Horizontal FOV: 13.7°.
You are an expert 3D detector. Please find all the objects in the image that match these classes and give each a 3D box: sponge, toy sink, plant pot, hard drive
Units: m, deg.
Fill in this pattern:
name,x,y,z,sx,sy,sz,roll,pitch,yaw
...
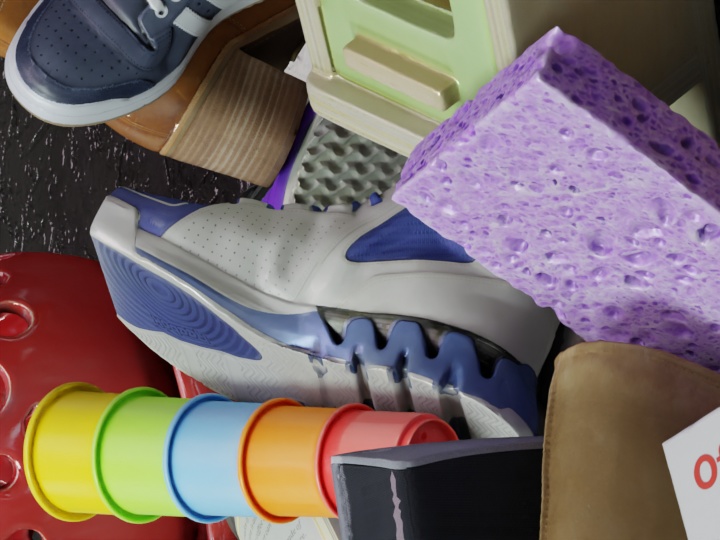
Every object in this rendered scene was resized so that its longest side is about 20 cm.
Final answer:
name,x,y,z,sx,sy,sz,roll,pitch,yaw
sponge,0.117,0.000,1.094,0.112,0.200,0.030,-37,21,53
toy sink,0.051,-0.106,1.161,0.130,0.112,0.200,28,146,39
plant pot,-0.156,0.085,1.503,0.200,0.182,0.201,167,90,-80
hard drive,0.088,0.124,1.112,0.042,0.200,0.135,-31,61,51

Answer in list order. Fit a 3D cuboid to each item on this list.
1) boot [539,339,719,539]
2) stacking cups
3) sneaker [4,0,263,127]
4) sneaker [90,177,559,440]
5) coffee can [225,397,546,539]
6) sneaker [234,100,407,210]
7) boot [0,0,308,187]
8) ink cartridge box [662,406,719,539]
name,x,y,z,sx,sy,sz,roll,pitch,yaw
boot,0.135,0.142,1.068,0.066,0.175,0.200,-33,39,51
stacking cups,-0.045,0.079,1.212,0.200,0.060,0.061,1,91,38
sneaker,-0.069,-0.145,1.308,0.070,0.200,0.109,48,152,10
sneaker,0.001,0.000,1.220,0.199,0.115,0.081,20,150,18
coffee can,0.043,0.143,1.241,0.200,0.146,0.146,62,139,38
sneaker,-0.029,-0.026,1.436,0.100,0.069,0.200,49,129,51
boot,-0.096,-0.132,1.416,0.077,0.155,0.200,-54,16,44
ink cartridge box,0.193,0.121,0.986,0.146,0.086,0.200,-41,58,51
